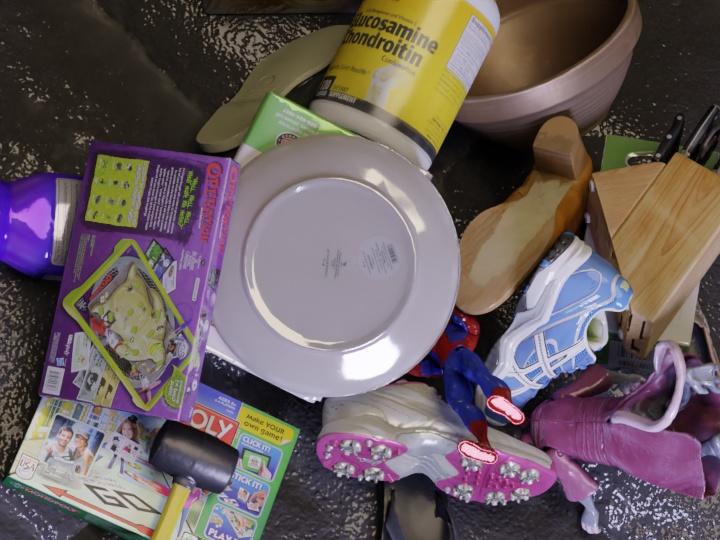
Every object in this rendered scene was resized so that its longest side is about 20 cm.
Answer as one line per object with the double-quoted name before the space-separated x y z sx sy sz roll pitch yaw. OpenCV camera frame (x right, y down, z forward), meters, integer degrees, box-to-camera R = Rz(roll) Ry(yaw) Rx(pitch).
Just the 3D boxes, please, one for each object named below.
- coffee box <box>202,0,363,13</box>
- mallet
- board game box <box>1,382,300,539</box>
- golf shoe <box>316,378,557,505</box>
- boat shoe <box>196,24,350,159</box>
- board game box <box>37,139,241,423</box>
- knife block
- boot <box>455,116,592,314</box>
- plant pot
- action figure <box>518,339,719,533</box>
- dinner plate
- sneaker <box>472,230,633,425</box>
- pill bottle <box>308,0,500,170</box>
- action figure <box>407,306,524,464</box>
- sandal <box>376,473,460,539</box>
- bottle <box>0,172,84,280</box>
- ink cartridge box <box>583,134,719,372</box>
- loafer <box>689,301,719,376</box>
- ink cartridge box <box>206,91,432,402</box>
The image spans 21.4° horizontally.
"coffee box" -0.032 -0.282 1.650 0.199 0.114 0.080 -4 72 -21
"mallet" -0.162 0.204 1.427 0.066 0.041 0.200 33 66 -8
"board game box" -0.160 0.144 1.485 0.199 0.029 0.135 25 64 -10
"golf shoe" 0.064 0.128 1.522 0.199 0.075 0.092 14 49 -15
"boat shoe" -0.063 -0.139 1.615 0.202 0.073 0.063 -51 128 -38
"board game box" -0.166 0.007 1.441 0.120 0.032 0.201 8 82 22
"knife block" 0.282 -0.039 1.583 0.175 0.064 0.201 -9 59 -4
"boot" 0.145 -0.018 1.606 0.071 0.144 0.202 21 67 23
"plant pot" 0.158 -0.169 1.664 0.201 0.200 0.093 -45 125 -28
"action figure" 0.198 0.136 1.543 0.149 0.199 0.135 27 63 -54
"dinner plate" -0.023 -0.004 1.446 0.199 0.024 0.201 0 90 -1
"sneaker" 0.151 0.062 1.540 0.077 0.200 0.076 31 43 8
"pill bottle" 0.047 -0.187 1.569 0.112 0.112 0.201 28 80 -9
"action figure" 0.059 0.067 1.493 0.099 0.200 0.065 30 105 -17
"sandal" 0.047 0.208 1.531 0.076 0.043 0.201 -2 71 -21
"bottle" -0.240 -0.034 1.502 0.199 0.065 0.084 5 77 -19
"ink cartridge box" 0.243 -0.014 1.642 0.103 0.059 0.201 9 60 9
"loafer" 0.283 0.065 1.664 0.072 0.063 0.201 -12 75 -25
"ink cartridge box" -0.052 -0.017 1.500 0.145 0.084 0.201 27 89 -1
